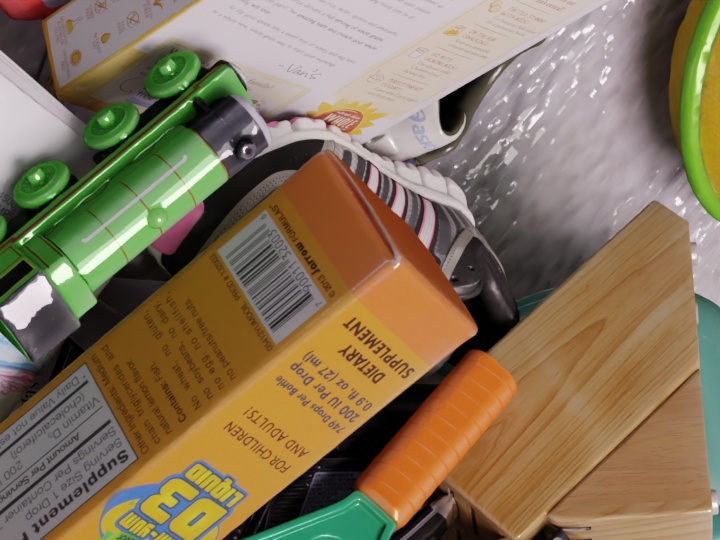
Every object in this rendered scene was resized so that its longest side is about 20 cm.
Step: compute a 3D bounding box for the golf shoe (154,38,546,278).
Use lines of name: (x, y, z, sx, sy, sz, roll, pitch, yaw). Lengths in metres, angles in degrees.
golf shoe: (-0.006, -0.065, 1.062, 0.200, 0.097, 0.078, -46, 127, -5)

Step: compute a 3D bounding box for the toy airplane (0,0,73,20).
toy airplane: (-0.043, -0.185, 0.959, 0.199, 0.141, 0.200, -6, 120, -41)

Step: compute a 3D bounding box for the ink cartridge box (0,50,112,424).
ink cartridge box: (-0.201, -0.008, 0.937, 0.145, 0.145, 0.200, 38, 88, -37)

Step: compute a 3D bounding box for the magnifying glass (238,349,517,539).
magnifying glass: (-0.008, 0.104, 0.946, 0.080, 0.022, 0.200, 41, 64, 3)

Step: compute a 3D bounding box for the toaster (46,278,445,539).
toaster: (-0.055, 0.105, 1.063, 0.200, 0.119, 0.182, 3, 114, -48)

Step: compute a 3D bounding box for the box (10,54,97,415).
box: (-0.137, 0.010, 1.048, 0.039, 0.041, 0.201, 14, 103, -35)

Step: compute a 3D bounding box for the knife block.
knife block: (0.053, 0.074, 1.019, 0.175, 0.201, 0.064, -3, 146, 5)

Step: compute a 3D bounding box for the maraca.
maraca: (0.205, -0.113, 1.162, 0.137, 0.107, 0.201, -1, 111, -39)

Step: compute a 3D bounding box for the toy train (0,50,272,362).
toy train: (-0.110, -0.002, 0.871, 0.200, 0.056, 0.042, -41, 127, -11)

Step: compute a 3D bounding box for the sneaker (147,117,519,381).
sneaker: (0.000, 0.000, 0.985, 0.074, 0.088, 0.200, -47, 153, 19)

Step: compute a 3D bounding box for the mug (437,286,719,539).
mug: (0.092, 0.072, 1.149, 0.184, 0.152, 0.115, -9, 75, -14)

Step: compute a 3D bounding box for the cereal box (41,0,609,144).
cereal box: (0.003, -0.105, 0.928, 0.200, 0.040, 0.144, -29, 152, 30)

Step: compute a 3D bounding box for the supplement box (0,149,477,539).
supplement box: (-0.060, 0.052, 0.902, 0.200, 0.069, 0.067, -39, 141, 8)
